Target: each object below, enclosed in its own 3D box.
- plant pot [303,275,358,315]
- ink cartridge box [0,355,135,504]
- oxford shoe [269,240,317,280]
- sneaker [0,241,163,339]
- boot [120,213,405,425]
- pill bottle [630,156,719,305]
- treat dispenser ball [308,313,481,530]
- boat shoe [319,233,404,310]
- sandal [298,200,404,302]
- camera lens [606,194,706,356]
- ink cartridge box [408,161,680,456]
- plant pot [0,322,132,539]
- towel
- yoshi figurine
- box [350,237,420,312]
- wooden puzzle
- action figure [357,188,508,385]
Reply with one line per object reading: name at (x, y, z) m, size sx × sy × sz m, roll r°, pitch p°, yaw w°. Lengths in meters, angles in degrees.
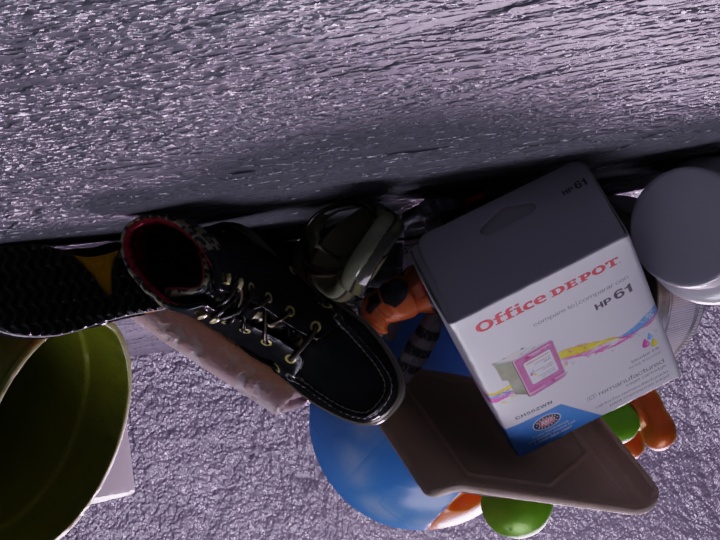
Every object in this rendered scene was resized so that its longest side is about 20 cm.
plant pot at (-0.070, 0.030, 1.743) m, size 0.200 × 0.028 × 0.200 m, roll 25°, pitch 164°, yaw 8°
ink cartridge box at (-0.297, 0.110, 1.818) m, size 0.147 × 0.200 × 0.145 m, roll -9°, pitch 176°, yaw 15°
oxford shoe at (-0.078, 0.011, 1.823) m, size 0.075 × 0.071 × 0.200 m, roll -2°, pitch 174°, yaw -13°
sneaker at (-0.219, 0.016, 1.569) m, size 0.200 × 0.070 × 0.090 m, roll -8°, pitch 174°, yaw -29°
boot at (-0.071, 0.034, 1.477) m, size 0.074 × 0.204 × 0.154 m, roll -51°, pitch 160°, yaw 10°
pill bottle at (0.278, -0.030, 1.616) m, size 0.114 × 0.115 × 0.200 m, roll -10°, pitch 175°, yaw 24°
treat dispenser ball at (0.054, 0.131, 1.872) m, size 0.201 × 0.201 × 0.201 m, roll -8°, pitch 176°, yaw -1°
boat shoe at (0.003, 0.000, 1.809) m, size 0.073 × 0.068 × 0.199 m, roll -7°, pitch 176°, yaw -16°
sandal at (-0.012, -0.023, 1.536) m, size 0.057 × 0.080 × 0.201 m, roll 27°, pitch 174°, yaw -6°
camera lens at (0.199, 0.017, 1.759) m, size 0.160 × 0.160 × 0.200 m, roll -10°, pitch 179°, yaw 22°
ink cartridge box at (0.138, 0.031, 1.548) m, size 0.144 × 0.085 × 0.200 m, roll -27°, pitch 140°, yaw 2°
plant pot at (-0.317, 0.100, 1.662) m, size 0.193 × 0.201 × 0.200 m, roll 20°, pitch -172°, yaw 24°
towel at (-0.133, 0.058, 1.828) m, size 0.200 × 0.032 × 0.191 m, roll 32°, pitch -177°, yaw 7°
yoshi figurine at (0.168, 0.169, 1.774) m, size 0.200 × 0.113 × 0.112 m, roll -14°, pitch -148°, yaw -26°
box at (0.082, 0.025, 2.015) m, size 0.200 × 0.115 × 0.132 m, roll -10°, pitch 176°, yaw 20°
wooden puzzle at (0.111, 0.137, 1.657) m, size 0.200 × 0.037 × 0.185 m, roll 6°, pitch -156°, yaw -24°
action figure at (0.076, 0.003, 1.629) m, size 0.193 × 0.105 × 0.200 m, roll -39°, pitch 168°, yaw 23°
